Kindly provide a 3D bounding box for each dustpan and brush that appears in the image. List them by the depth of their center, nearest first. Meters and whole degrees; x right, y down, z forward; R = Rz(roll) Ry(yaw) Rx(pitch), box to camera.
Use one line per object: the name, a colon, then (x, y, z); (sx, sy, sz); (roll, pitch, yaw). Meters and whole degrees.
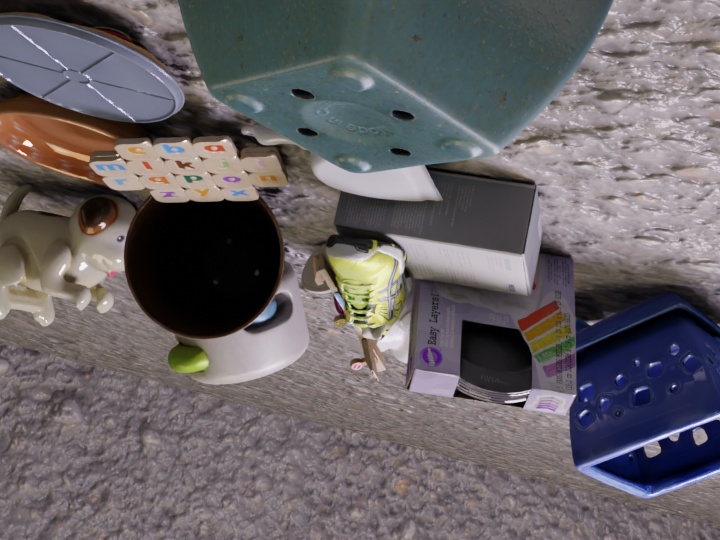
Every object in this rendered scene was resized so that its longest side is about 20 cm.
dustpan and brush: (-0.026, -0.116, 1.176); (0.198, 0.058, 0.140); (1, 161, 17)

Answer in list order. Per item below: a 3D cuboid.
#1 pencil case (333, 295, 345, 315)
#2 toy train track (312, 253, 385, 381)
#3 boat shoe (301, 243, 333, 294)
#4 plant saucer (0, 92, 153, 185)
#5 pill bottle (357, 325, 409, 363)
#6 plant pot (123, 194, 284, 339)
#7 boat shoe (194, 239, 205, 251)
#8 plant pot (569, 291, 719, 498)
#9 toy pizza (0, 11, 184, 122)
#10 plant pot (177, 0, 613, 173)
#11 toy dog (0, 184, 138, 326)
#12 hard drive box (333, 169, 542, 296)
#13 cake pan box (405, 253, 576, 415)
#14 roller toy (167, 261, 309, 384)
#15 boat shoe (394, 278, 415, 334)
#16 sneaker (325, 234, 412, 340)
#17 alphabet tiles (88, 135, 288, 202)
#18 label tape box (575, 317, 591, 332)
pencil case: (0.049, 0.056, 1.650); (0.199, 0.095, 0.090); (26, 163, -39)
toy train track: (-0.019, 0.054, 1.362); (0.032, 0.115, 0.201); (-19, 138, 9)
boat shoe: (0.000, 0.000, 1.528); (0.062, 0.073, 0.199); (27, 155, -33)
plant saucer: (-0.307, -0.144, 1.320); (0.198, 0.038, 0.200); (13, 165, 3)
pill bottle: (0.098, 0.064, 1.523); (0.198, 0.105, 0.104); (1, 171, -25)
plant pot: (-0.169, -0.010, 1.470); (0.185, 0.189, 0.200); (11, 178, 5)
boat shoe: (-0.235, -0.030, 1.658); (0.071, 0.073, 0.200); (-14, 168, -25)
plant pot: (0.366, 0.148, 1.475); (0.199, 0.181, 0.199); (-29, 145, 27)
toy pizza: (-0.256, -0.191, 1.112); (0.198, 0.032, 0.200); (13, 165, 4)
plant pot: (0.016, -0.165, 0.640); (0.195, 0.202, 0.195); (24, 162, -40)
toy dog: (-0.375, -0.030, 1.593); (0.198, 0.196, 0.139); (-17, 157, 19)
hard drive box: (0.086, -0.043, 1.282); (0.198, 0.078, 0.156); (10, 166, 13)
cake pan box: (0.147, 0.061, 1.356); (0.182, 0.201, 0.053); (9, 142, -1)
roller toy: (-0.168, 0.060, 1.668); (0.181, 0.141, 0.200); (-9, -164, 9)
boat shoe: (0.084, 0.059, 1.421); (0.200, 0.072, 0.068); (42, 176, -10)
sneaker: (0.011, 0.019, 1.272); (0.075, 0.077, 0.200); (9, 164, 20)
alphabet tiles: (-0.178, -0.107, 1.279); (0.198, 0.015, 0.196); (-1, 167, 5)
label tape box: (0.241, 0.086, 1.639); (0.143, 0.067, 0.199); (27, 177, -44)
